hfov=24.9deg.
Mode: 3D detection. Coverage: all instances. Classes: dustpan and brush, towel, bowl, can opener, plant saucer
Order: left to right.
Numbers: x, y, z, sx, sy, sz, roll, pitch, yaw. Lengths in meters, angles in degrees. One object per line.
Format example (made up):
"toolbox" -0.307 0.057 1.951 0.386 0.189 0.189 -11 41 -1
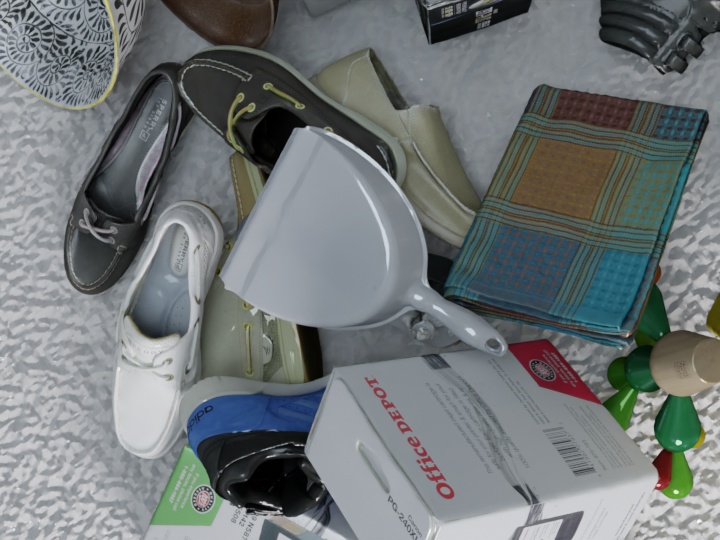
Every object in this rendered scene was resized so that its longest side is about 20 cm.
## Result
"bowl" -0.227 -0.235 1.256 0.201 0.201 0.094 46 55 7
"plant saucer" -0.123 -0.256 1.221 0.037 0.201 0.200 -41 83 -22
"can opener" 0.000 0.000 1.226 0.198 0.067 0.053 25 138 -21
"dustpan and brush" 0.015 0.005 1.144 0.199 0.057 0.141 35 110 16
"towel" 0.156 -0.046 1.173 0.145 0.022 0.202 12 62 26

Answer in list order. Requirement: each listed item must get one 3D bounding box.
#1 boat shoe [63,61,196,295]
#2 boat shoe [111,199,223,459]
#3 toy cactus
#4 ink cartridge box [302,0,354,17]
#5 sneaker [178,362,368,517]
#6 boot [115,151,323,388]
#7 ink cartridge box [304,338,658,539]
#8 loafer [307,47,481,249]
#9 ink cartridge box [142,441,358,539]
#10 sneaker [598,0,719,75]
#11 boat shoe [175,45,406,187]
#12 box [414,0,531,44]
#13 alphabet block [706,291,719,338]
"boat shoe" -0.189 -0.073 1.289 0.066 0.057 0.202 28 97 9
"boat shoe" -0.154 0.048 1.214 0.070 0.069 0.203 13 101 8
"toy cactus" 0.205 0.066 1.165 0.101 0.165 0.203 -6 85 -15
"ink cartridge box" -0.035 -0.281 1.176 0.085 0.200 0.149 -23 86 3
"sneaker" -0.027 0.131 1.201 0.198 0.112 0.077 2 128 -27
"boot" -0.120 0.012 1.274 0.153 0.072 0.203 -11 90 14
"ink cartridge box" 0.081 0.133 1.123 0.146 0.198 0.084 53 135 37
"loafer" 0.042 -0.092 1.234 0.200 0.076 0.068 44 105 7
"ink cartridge box" -0.064 0.230 1.254 0.198 0.084 0.147 28 107 9
"sneaker" 0.265 -0.186 1.193 0.198 0.071 0.101 14 97 16
"boat shoe" -0.061 -0.108 1.206 0.200 0.060 0.072 29 120 21
"box" 0.057 -0.281 1.175 0.085 0.164 0.202 -18 88 2
"alphabet block" 0.376 0.018 1.097 0.198 0.196 0.197 29 96 -2
